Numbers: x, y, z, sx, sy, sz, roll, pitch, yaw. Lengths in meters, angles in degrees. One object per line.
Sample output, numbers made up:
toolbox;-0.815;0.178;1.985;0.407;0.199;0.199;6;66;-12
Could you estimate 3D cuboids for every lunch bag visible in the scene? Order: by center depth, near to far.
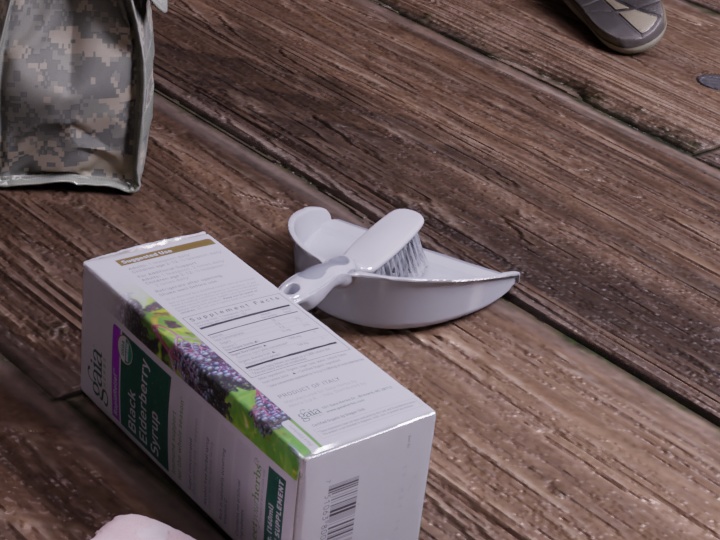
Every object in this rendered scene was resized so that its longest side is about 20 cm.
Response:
lunch bag;-0.187;-0.177;1.123;0.117;0.201;0.164;1;28;-10

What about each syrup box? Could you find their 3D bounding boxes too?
syrup box;-0.057;0.063;0.832;0.081;0.079;0.200;-16;35;-35

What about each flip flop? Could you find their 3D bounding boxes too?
flip flop;0.215;-0.250;1.506;0.081;0.058;0.200;-28;48;3

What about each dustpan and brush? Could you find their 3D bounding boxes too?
dustpan and brush;0.000;0.000;0.982;0.139;0.057;0.200;18;30;20

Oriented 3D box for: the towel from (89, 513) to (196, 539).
towel;-0.072;0.180;0.662;0.190;0.032;0.200;18;29;21
